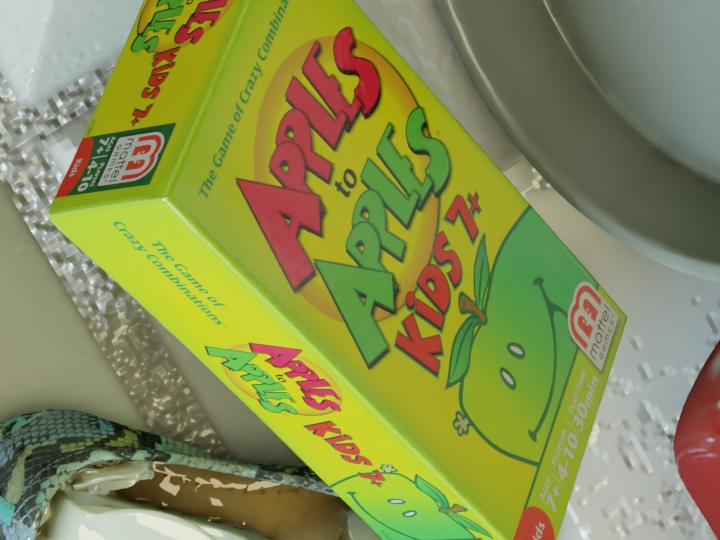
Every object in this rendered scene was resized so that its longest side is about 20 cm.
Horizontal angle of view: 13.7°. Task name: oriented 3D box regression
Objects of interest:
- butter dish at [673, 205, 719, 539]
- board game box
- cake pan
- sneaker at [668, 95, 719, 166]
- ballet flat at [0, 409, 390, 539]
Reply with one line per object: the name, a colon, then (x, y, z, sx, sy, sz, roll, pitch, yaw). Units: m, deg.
butter dish: (0.167, 0.030, 0.963, 0.199, 0.200, 0.148, -40, 84, -6)
board game box: (0.000, 0.000, 0.903, 0.200, 0.048, 0.102, 47, 52, -37)
cake pan: (0.099, -0.092, 0.895, 0.037, 0.200, 0.201, -32, 111, -34)
sneaker: (0.197, -0.071, 0.988, 0.200, 0.075, 0.079, -25, 110, -11)
ballet flat: (-0.029, 0.096, 0.957, 0.200, 0.074, 0.074, 11, 98, -19)
